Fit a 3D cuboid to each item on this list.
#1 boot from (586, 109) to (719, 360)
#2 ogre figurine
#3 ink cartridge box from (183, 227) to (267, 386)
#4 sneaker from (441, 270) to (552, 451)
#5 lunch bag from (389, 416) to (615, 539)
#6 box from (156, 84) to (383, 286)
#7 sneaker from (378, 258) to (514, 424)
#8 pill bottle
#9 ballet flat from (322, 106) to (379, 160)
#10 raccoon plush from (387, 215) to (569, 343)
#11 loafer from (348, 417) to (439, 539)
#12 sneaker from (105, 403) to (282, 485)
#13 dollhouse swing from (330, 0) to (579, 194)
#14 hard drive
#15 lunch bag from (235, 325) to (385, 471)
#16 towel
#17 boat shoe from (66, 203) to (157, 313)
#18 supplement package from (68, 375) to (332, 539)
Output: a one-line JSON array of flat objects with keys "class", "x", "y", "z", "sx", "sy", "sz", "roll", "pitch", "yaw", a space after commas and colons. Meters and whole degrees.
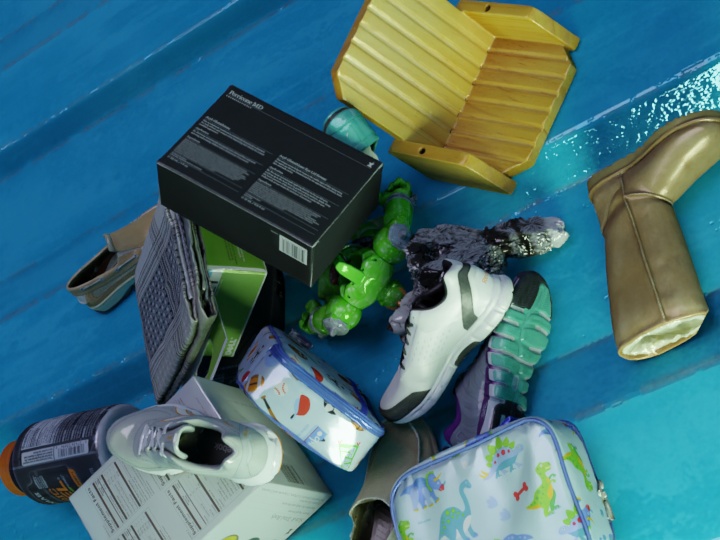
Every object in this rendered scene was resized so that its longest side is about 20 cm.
[{"class": "boot", "x": 0.307, "y": -0.034, "z": 1.417, "sx": 0.175, "sy": 0.066, "sz": 0.201, "roll": -36, "pitch": 45, "yaw": 35}, {"class": "ogre figurine", "x": 0.000, "y": 0.000, "z": 1.616, "sx": 0.200, "sy": 0.098, "sz": 0.120, "roll": -36, "pitch": 19, "yaw": 5}, {"class": "ink cartridge box", "x": -0.158, "y": 0.051, "z": 1.642, "sx": 0.148, "sy": 0.075, "sz": 0.200, "roll": 116, "pitch": 146, "yaw": -40}, {"class": "sneaker", "x": 0.131, "y": 0.093, "z": 1.483, "sx": 0.087, "sy": 0.074, "sz": 0.201, "roll": -1, "pitch": 66, "yaw": 45}, {"class": "lunch bag", "x": 0.132, "y": 0.232, "z": 1.372, "sx": 0.200, "sy": 0.082, "sz": 0.161, "roll": -29, "pitch": 67, "yaw": 26}, {"class": "box", "x": -0.097, "y": -0.093, "z": 1.567, "sx": 0.200, "sy": 0.079, "sz": 0.141, "roll": 29, "pitch": 59, "yaw": 16}, {"class": "sneaker", "x": 0.069, "y": 0.069, "z": 1.475, "sx": 0.200, "sy": 0.080, "sz": 0.074, "roll": -56, "pitch": 18, "yaw": 22}, {"class": "pill bottle", "x": -0.352, "y": 0.229, "z": 1.787, "sx": 0.199, "sy": 0.106, "sz": 0.107, "roll": -15, "pitch": 57, "yaw": 34}, {"class": "ballet flat", "x": -0.010, "y": -0.107, "z": 1.660, "sx": 0.067, "sy": 0.200, "sz": 0.070, "roll": -34, "pitch": 68, "yaw": -16}, {"class": "raccoon plush", "x": 0.125, "y": 0.029, "z": 1.539, "sx": 0.199, "sy": 0.134, "sz": 0.097, "roll": -5, "pitch": 33, "yaw": 4}, {"class": "loafer", "x": 0.031, "y": 0.233, "z": 1.486, "sx": 0.075, "sy": 0.068, "sz": 0.201, "roll": -13, "pitch": 58, "yaw": 34}, {"class": "sneaker", "x": -0.181, "y": 0.168, "z": 1.454, "sx": 0.199, "sy": 0.092, "sz": 0.076, "roll": 1, "pitch": 78, "yaw": 28}, {"class": "dollhouse swing", "x": 0.103, "y": -0.223, "z": 1.617, "sx": 0.181, "sy": 0.176, "sz": 0.201, "roll": 16, "pitch": 75, "yaw": 44}, {"class": "hard drive", "x": -0.149, "y": 0.090, "z": 1.741, "sx": 0.134, "sy": 0.042, "sz": 0.201, "roll": -15, "pitch": 57, "yaw": 33}, {"class": "lunch bag", "x": -0.049, "y": 0.132, "z": 1.525, "sx": 0.076, "sy": 0.160, "sz": 0.200, "roll": -54, "pitch": 9, "yaw": 3}, {"class": "towel", "x": -0.215, "y": 0.025, "z": 1.638, "sx": 0.200, "sy": 0.034, "sz": 0.193, "roll": 123, "pitch": 143, "yaw": -47}, {"class": "boat shoe", "x": -0.305, "y": -0.028, "z": 1.918, "sx": 0.200, "sy": 0.076, "sz": 0.072, "roll": -46, "pitch": 45, "yaw": 8}, {"class": "supplement package", "x": -0.171, "y": 0.244, "z": 1.571, "sx": 0.200, "sy": 0.152, "sz": 0.151, "roll": -44, "pitch": 61, "yaw": 11}]
